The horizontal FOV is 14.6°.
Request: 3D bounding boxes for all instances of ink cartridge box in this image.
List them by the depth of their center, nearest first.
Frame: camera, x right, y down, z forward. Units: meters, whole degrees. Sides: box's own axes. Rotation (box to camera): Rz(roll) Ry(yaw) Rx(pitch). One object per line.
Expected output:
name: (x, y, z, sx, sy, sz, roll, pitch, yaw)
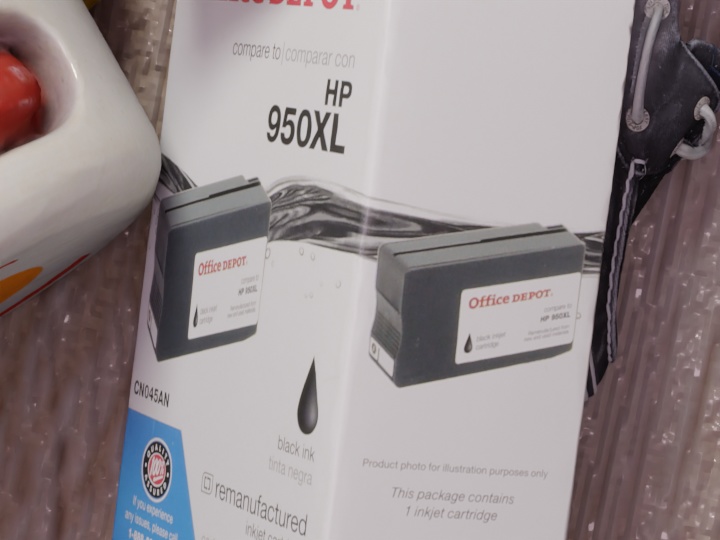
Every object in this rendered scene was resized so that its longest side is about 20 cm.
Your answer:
ink cartridge box: (0.000, 0.000, 0.825, 0.084, 0.144, 0.202, 5, 94, -28)

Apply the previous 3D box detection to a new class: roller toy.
roller toy: (-0.162, -0.041, 0.833, 0.199, 0.182, 0.140, -31, 88, 6)

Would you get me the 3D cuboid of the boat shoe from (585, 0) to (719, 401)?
boat shoe: (0.082, -0.057, 0.865, 0.067, 0.072, 0.202, 3, 89, 2)
